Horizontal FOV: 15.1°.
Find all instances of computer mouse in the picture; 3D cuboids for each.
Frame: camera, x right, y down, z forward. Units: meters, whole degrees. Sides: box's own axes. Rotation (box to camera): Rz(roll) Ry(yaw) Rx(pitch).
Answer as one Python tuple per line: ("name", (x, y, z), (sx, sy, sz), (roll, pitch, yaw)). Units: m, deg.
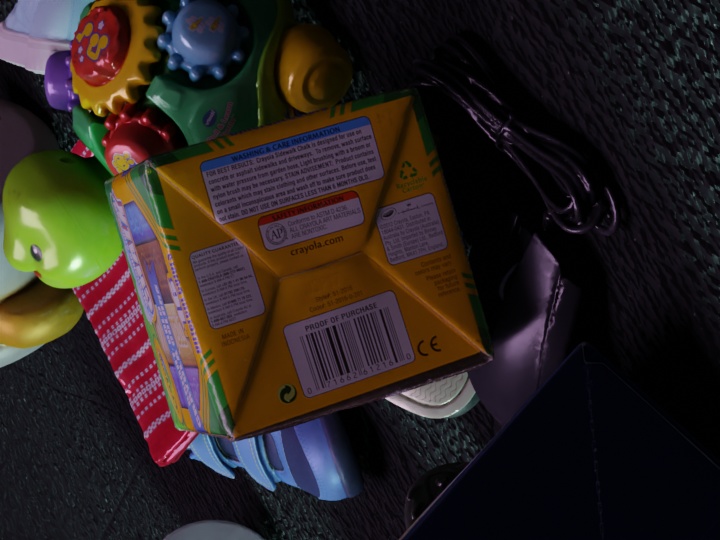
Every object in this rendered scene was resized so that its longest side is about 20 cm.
("computer mouse", (0.053, -0.005, 1.185), (0.141, 0.046, 0.200), (50, 157, 33))

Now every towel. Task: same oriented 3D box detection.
("towel", (-0.116, -0.006, 1.553), (0.145, 0.022, 0.200), (-49, 58, 33))

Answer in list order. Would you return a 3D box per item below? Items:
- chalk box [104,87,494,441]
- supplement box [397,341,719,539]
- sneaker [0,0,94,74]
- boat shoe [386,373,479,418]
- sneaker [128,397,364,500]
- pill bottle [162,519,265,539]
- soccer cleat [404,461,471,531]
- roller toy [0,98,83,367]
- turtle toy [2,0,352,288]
("chalk box", (-0.036, -0.002, 1.212), (0.200, 0.124, 0.124), (177, 76, -77))
("supplement box", (0.056, 0.167, 1.122), (0.134, 0.200, 0.200), (42, 160, 5))
("sneaker", (-0.165, -0.154, 1.578), (0.200, 0.074, 0.082), (-155, 75, -72))
("boat shoe", (0.000, 0.000, 1.338), (0.200, 0.072, 0.068), (44, -168, 31))
("sneaker", (-0.066, 0.088, 1.577), (0.200, 0.082, 0.074), (32, 143, 55))
("pill bottle", (-0.102, 0.252, 1.842), (0.114, 0.113, 0.200), (56, 160, 23))
("soccer cleat", (0.086, 0.176, 1.312), (0.200, 0.068, 0.073), (48, 160, 34))
("roller toy", (-0.279, -0.019, 1.860), (0.183, 0.199, 0.140), (-83, -14, -51))
("turtle toy", (-0.102, -0.078, 1.317), (0.146, 0.101, 0.200), (44, 111, 45))
